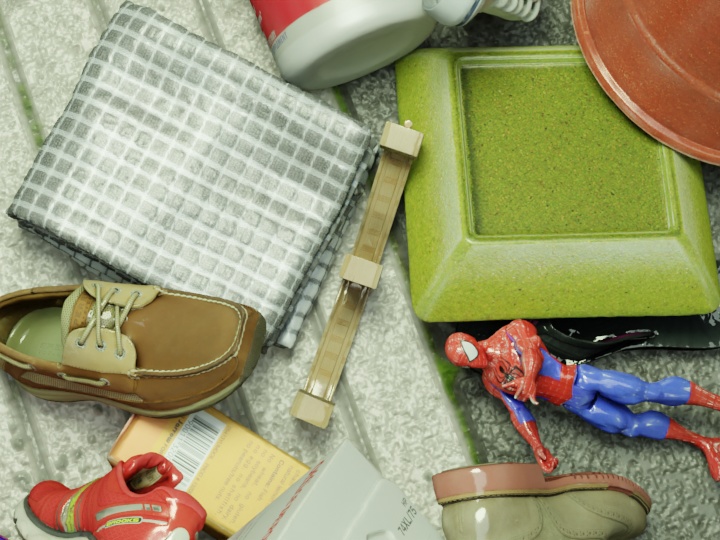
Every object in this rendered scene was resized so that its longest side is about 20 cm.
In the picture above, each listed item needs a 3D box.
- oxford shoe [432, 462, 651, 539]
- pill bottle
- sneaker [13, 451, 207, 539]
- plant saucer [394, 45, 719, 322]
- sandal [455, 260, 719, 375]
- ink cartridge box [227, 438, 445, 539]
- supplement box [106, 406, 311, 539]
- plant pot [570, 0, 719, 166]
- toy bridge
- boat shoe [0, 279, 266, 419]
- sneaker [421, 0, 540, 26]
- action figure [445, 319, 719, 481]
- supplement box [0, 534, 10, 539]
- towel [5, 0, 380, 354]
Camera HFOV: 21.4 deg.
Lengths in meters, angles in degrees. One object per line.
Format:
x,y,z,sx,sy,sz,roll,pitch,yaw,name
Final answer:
0.112,0.160,1.148,0.070,0.199,0.076,-17,72,39,oxford shoe
-0.035,-0.229,1.239,0.111,0.112,0.201,-21,80,-7,pill bottle
-0.140,0.146,1.122,0.077,0.200,0.085,36,77,-26,sneaker
0.127,-0.069,1.224,0.198,0.048,0.202,-2,64,-4,plant saucer
0.158,0.024,1.233,0.198,0.048,0.076,-9,79,-5,sandal
-0.043,0.229,1.081,0.146,0.147,0.200,47,114,-3,ink cartridge box
-0.058,0.147,1.188,0.199,0.067,0.069,34,77,3,supplement box
0.260,-0.199,1.178,0.199,0.195,0.202,9,59,-16,plant pot
0.000,0.000,1.216,0.027,0.067,0.202,19,89,1,toy bridge
-0.151,0.043,1.149,0.199,0.074,0.076,-5,60,34,boat shoe
0.089,-0.191,1.206,0.070,0.200,0.073,31,114,-3,sneaker
0.144,0.092,1.182,0.198,0.066,0.099,20,35,-6,action figure
-0.213,0.208,1.098,0.103,0.200,0.102,29,78,4,supplement box
-0.102,-0.058,1.215,0.199,0.086,0.167,26,79,2,towel
